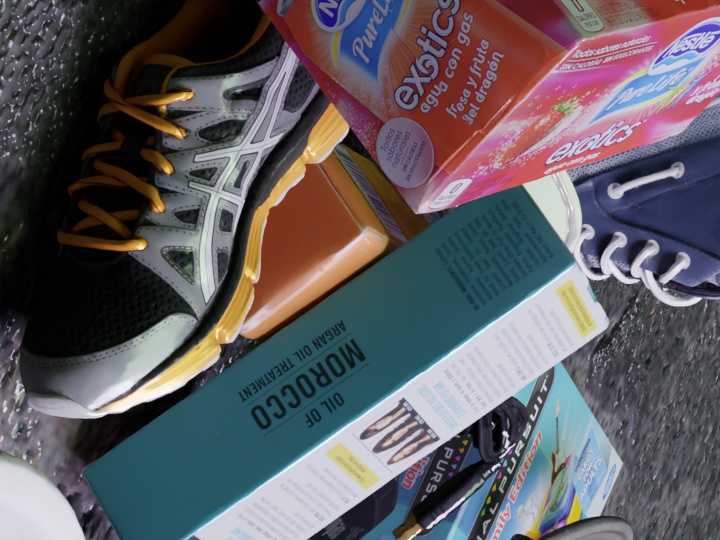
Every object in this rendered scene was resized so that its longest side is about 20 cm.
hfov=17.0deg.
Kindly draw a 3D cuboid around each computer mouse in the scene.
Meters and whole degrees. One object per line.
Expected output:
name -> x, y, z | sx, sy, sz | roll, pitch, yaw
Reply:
computer mouse -> -0.011, 0.099, 1.041 | 0.200, 0.046, 0.140 | -43, 156, -6

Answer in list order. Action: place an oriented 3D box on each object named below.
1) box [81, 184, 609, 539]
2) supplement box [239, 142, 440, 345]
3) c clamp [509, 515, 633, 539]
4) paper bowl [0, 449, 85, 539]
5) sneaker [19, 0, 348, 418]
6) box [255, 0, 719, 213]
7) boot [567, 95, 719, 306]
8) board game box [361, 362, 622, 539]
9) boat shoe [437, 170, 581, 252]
box -> -0.003, 0.049, 0.930 | 0.200, 0.049, 0.082 | -35, 157, 1
supplement box -> 0.000, 0.000, 0.990 | 0.066, 0.069, 0.200 | -38, 156, 10
c clamp -> 0.055, 0.194, 1.196 | 0.200, 0.027, 0.171 | -49, 150, 7
paper bowl -> -0.174, 0.132, 0.698 | 0.201, 0.104, 0.201 | -44, 144, -44
sneaker -> -0.068, -0.037, 0.851 | 0.200, 0.078, 0.077 | -62, 140, -27
box -> 0.071, -0.101, 0.872 | 0.095, 0.100, 0.200 | -47, 163, 33
boot -> 0.123, -0.019, 1.094 | 0.073, 0.200, 0.091 | 35, 31, -57
board game box -> 0.070, 0.128, 1.260 | 0.151, 0.047, 0.200 | -65, 154, -15
boat shoe -> 0.030, -0.086, 0.988 | 0.075, 0.062, 0.200 | -36, 115, -9
